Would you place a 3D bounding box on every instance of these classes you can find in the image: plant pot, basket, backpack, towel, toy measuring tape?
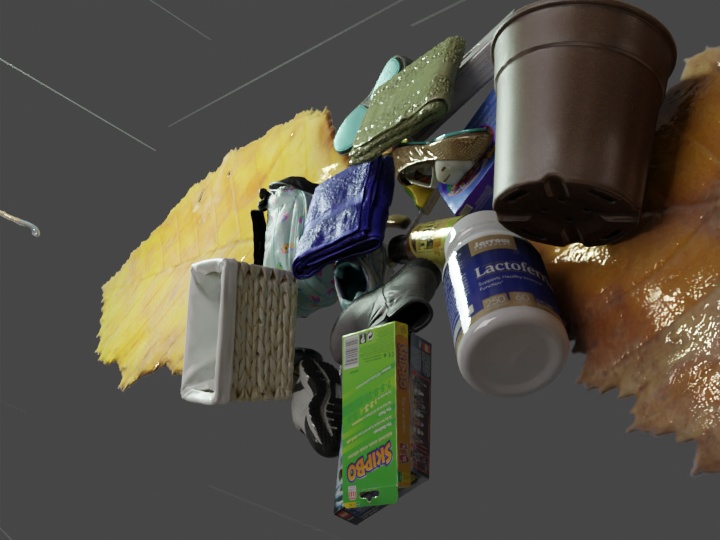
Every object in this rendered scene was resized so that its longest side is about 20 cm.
[{"bbox_3d":[0.222,-0.143,1.099,0.200,0.199,0.200,-22,51,54],"label":"plant pot"},{"bbox_3d":[-0.170,0.090,1.487,0.135,0.122,0.202,-6,79,60],"label":"basket"},{"bbox_3d":[-0.083,-0.033,1.616,0.126,0.166,0.202,-31,44,44],"label":"backpack"},{"bbox_3d":[-0.024,-0.083,1.481,0.147,0.050,0.201,-22,32,25],"label":"towel"},{"bbox_3d":[0.068,-0.104,1.480,0.201,0.073,0.073,-60,24,-6],"label":"toy measuring tape"},{"bbox_3d":[0.064,-0.230,1.439,0.199,0.036,0.149,-30,33,45],"label":"towel"}]

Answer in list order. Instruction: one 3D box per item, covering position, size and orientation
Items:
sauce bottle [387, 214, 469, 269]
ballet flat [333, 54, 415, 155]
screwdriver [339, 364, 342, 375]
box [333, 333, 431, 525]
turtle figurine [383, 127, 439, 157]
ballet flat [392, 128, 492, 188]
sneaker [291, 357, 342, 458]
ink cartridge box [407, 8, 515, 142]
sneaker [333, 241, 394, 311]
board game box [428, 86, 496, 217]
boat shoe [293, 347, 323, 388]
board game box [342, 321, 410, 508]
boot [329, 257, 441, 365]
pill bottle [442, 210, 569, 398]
[{"bbox_3d":[0.099,-0.032,1.355,0.199,0.064,0.065,-9,55,61],"label":"sauce bottle"},{"bbox_3d":[0.033,-0.268,1.760,0.201,0.063,0.068,-53,50,22],"label":"ballet flat"},{"bbox_3d":[-0.008,0.060,1.505,0.029,0.028,0.201,104,180,-52],"label":"screwdriver"},{"bbox_3d":[0.028,0.190,1.275,0.137,0.040,0.201,-40,30,36],"label":"box"},{"bbox_3d":[0.039,-0.181,1.636,0.161,0.065,0.199,-47,29,-16],"label":"turtle figurine"},{"bbox_3d":[0.107,-0.141,1.368,0.200,0.070,0.066,178,94,-64],"label":"ballet flat"},{"bbox_3d":[-0.052,0.199,1.411,0.200,0.073,0.081,-109,39,-65],"label":"sneaker"},{"bbox_3d":[0.152,-0.276,1.499,0.200,0.045,0.176,-41,7,28],"label":"ink cartridge box"},{"bbox_3d":[0.000,0.000,1.464,0.077,0.086,0.201,-31,39,16],"label":"sneaker"},{"bbox_3d":[0.179,-0.167,1.369,0.201,0.045,0.135,-54,24,15],"label":"board game box"},{"bbox_3d":[-0.118,0.142,1.587,0.199,0.074,0.063,-2,56,57],"label":"boat shoe"},{"bbox_3d":[0.016,0.166,1.194,0.095,0.030,0.202,-19,63,47],"label":"board game box"},{"bbox_3d":[0.017,0.073,1.314,0.200,0.070,0.132,-48,9,28],"label":"boot"},{"bbox_3d":[0.148,0.030,1.123,0.116,0.115,0.201,-48,27,26],"label":"pill bottle"}]
